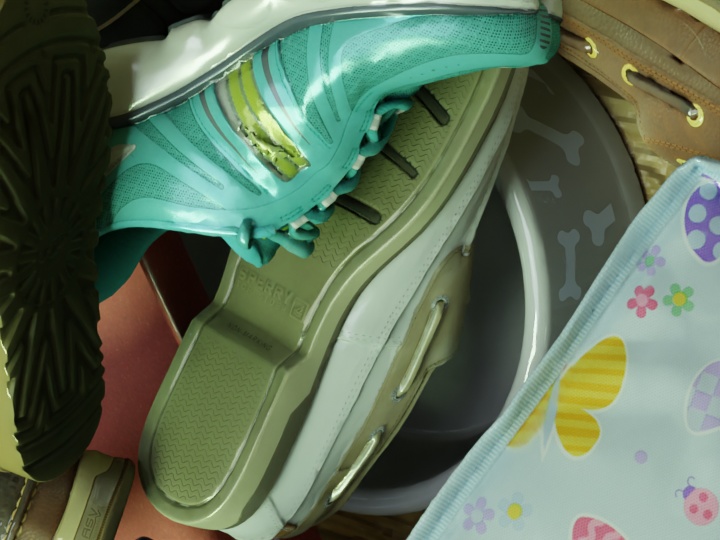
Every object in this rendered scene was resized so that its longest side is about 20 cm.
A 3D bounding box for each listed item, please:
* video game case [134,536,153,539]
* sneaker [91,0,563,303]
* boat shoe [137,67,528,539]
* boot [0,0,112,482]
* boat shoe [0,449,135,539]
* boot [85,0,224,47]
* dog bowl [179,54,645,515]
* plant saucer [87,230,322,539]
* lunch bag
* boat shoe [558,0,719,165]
[{"bbox_3d":[-0.015,0.187,0.731,0.181,0.045,0.200,57,166,-14],"label":"video game case"},{"bbox_3d":[-0.023,-0.043,0.670,0.200,0.077,0.080,-18,81,27],"label":"sneaker"},{"bbox_3d":[0.000,0.000,0.719,0.075,0.068,0.200,39,101,40],"label":"boat shoe"},{"bbox_3d":[-0.180,-0.027,0.678,0.200,0.066,0.175,16,117,23],"label":"boot"},{"bbox_3d":[-0.134,0.094,0.776,0.200,0.067,0.072,140,150,-68],"label":"boat shoe"},{"bbox_3d":[-0.050,-0.117,0.778,0.077,0.200,0.138,52,163,24],"label":"boot"},{"bbox_3d":[0.008,-0.001,0.794,0.200,0.059,0.200,10,107,34],"label":"dog bowl"},{"bbox_3d":[-0.101,0.057,0.831,0.200,0.037,0.200,-2,118,49],"label":"plant saucer"},{"bbox_3d":[0.090,0.086,0.634,0.127,0.170,0.200,39,90,15],"label":"lunch bag"},{"bbox_3d":[0.126,-0.062,0.682,0.200,0.072,0.068,42,132,29],"label":"boat shoe"}]
